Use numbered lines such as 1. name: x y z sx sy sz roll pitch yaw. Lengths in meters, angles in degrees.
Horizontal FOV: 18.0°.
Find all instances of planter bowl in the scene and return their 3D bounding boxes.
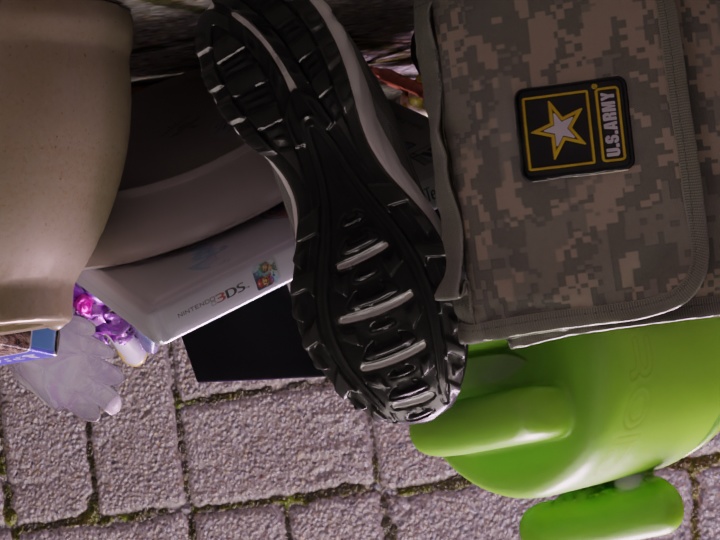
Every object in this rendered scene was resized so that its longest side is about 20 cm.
1. planter bowl: -0.192 -0.035 0.992 0.199 0.136 0.200 -6 176 0

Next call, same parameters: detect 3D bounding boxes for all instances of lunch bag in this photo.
1. lunch bag: 0.119 -0.059 0.932 0.199 0.165 0.117 -7 177 -24

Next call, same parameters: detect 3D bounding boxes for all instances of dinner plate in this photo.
1. dinner plate: -0.086 -0.062 1.106 0.199 0.024 0.200 -17 -153 9

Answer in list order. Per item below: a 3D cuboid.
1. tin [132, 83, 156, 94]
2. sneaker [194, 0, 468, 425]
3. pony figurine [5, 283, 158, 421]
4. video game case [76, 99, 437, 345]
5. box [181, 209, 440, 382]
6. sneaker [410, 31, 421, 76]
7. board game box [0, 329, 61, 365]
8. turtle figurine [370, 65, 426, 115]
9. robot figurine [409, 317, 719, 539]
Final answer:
1. tin: -0.137 -0.076 1.264 0.199 0.042 0.112 -6 -179 10
2. sneaker: -0.001 -0.032 0.966 0.074 0.201 0.079 -20 -178 16
3. pony figurine: -0.201 0.006 1.571 0.192 0.167 0.200 28 172 19
4. video game case: -0.058 -0.038 1.100 0.181 0.024 0.200 -26 -154 -18
5. box: 0.000 0.000 1.185 0.141 0.079 0.200 -24 -173 -26
6. sneaker: 0.107 -0.094 1.056 0.198 0.081 0.115 12 177 -22
7. board game box: -0.282 -0.010 1.212 0.199 0.098 0.159 14 164 -40
8. turtle figurine: 0.028 -0.078 1.315 0.161 0.065 0.200 -4 176 -36
9. robot figurine: 0.102 0.040 1.048 0.115 0.177 0.199 -17 174 40
